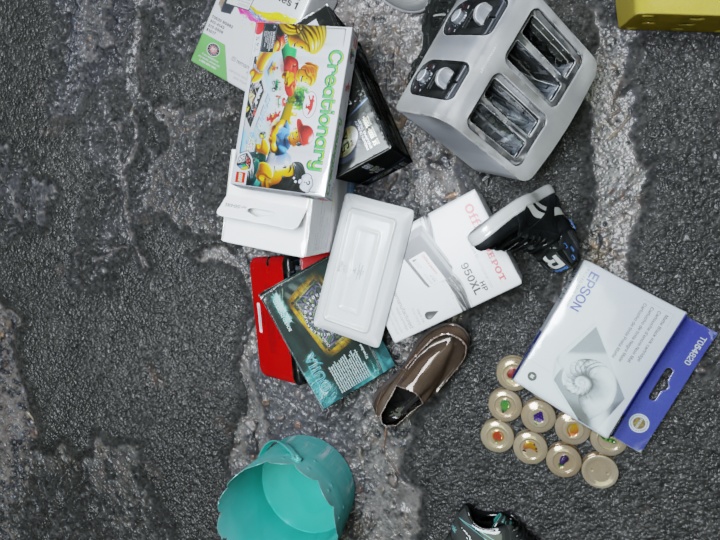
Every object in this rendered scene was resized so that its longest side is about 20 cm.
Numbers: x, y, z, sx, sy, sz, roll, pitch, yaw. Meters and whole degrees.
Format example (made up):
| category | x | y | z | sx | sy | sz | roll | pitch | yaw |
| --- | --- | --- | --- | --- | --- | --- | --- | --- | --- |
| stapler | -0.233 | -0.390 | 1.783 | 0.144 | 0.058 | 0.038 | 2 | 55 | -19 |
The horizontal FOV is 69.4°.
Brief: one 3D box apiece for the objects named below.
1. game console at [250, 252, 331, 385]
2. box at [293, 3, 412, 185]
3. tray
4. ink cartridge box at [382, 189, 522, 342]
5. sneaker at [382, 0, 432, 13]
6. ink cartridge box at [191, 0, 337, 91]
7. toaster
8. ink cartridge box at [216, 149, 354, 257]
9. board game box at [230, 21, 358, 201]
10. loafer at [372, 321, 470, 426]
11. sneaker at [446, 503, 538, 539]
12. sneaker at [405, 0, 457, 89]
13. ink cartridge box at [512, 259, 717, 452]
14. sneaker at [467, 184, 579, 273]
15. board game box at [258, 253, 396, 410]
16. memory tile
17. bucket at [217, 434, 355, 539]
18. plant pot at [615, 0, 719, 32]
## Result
| category | x | y | z | sx | sy | sz | roll | pitch | yaw |
| --- | --- | --- | --- | --- | --- | --- | --- | --- | --- |
| game console | -0.083 | 0.072 | 0.852 | 0.172 | 0.118 | 0.202 | 0 | 96 | 47 |
| box | -0.017 | -0.231 | 0.726 | 0.086 | 0.164 | 0.201 | -24 | 89 | 17 |
| tray | 0.000 | 0.000 | 0.732 | 0.107 | 0.022 | 0.202 | 17 | 98 | 18 |
| ink cartridge box | 0.112 | -0.006 | 0.752 | 0.199 | 0.084 | 0.146 | -28 | 86 | 17 |
| sneaker | 0.027 | -0.442 | 0.734 | 0.200 | 0.082 | 0.075 | 43 | 105 | 8 |
| ink cartridge box | -0.143 | -0.371 | 0.789 | 0.144 | 0.084 | 0.201 | 31 | 103 | 11 |
| toaster | 0.174 | -0.225 | 0.660 | 0.199 | 0.119 | 0.182 | 29 | 97 | -29 |
| ink cartridge box | -0.100 | -0.096 | 0.744 | 0.127 | 0.200 | 0.126 | 10 | 99 | 14 |
| board game box | -0.081 | -0.193 | 0.633 | 0.125 | 0.035 | 0.202 | 9 | 91 | 14 |
| loafer | 0.093 | 0.165 | 0.776 | 0.073 | 0.071 | 0.201 | 33 | 108 | -9 |
| sneaker | 0.229 | 0.411 | 0.767 | 0.198 | 0.075 | 0.080 | 14 | 97 | 14 |
| sneaker | 0.127 | -0.316 | 0.724 | 0.074 | 0.079 | 0.202 | 34 | 111 | 48 |
| ink cartridge box | 0.344 | 0.119 | 0.709 | 0.199 | 0.041 | 0.201 | 29 | 97 | 13 |
| sneaker | 0.223 | -0.038 | 0.661 | 0.073 | 0.199 | 0.112 | -37 | 83 | 46 |
| board game box | -0.048 | 0.091 | 0.790 | 0.135 | 0.028 | 0.201 | -28 | 100 | -10 |
| memory tile | 0.285 | 0.221 | 0.761 | 0.198 | 0.017 | 0.155 | 15 | 100 | 14 |
| bucket | -0.110 | 0.373 | 0.830 | 0.205 | 0.135 | 0.209 | 1 | 95 | 15 |
| plant pot | 0.391 | -0.374 | 0.588 | 0.198 | 0.200 | 0.178 | 9 | 110 | 15 |
